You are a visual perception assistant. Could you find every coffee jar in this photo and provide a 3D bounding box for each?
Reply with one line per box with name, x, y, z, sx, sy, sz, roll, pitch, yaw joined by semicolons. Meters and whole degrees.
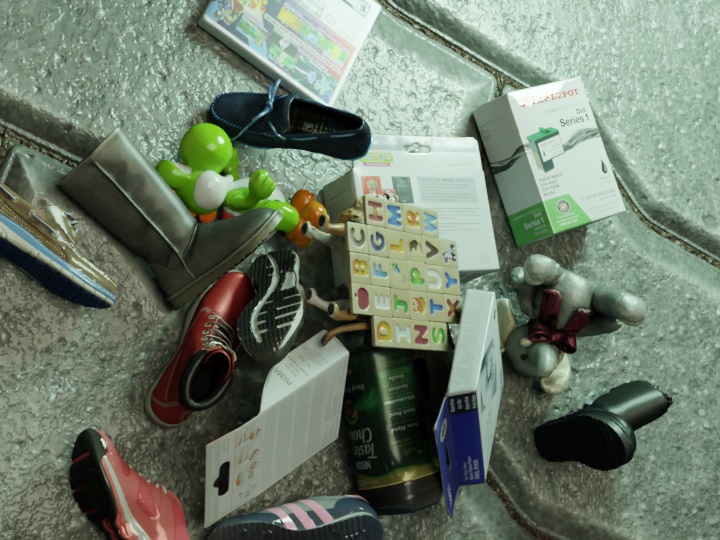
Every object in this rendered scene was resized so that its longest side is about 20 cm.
coffee jar;0.030;0.187;1.426;0.085;0.104;0.202;-9;82;-36

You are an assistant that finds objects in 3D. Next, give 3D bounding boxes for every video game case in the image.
video game case;-0.086;-0.324;1.534;0.199;0.023;0.183;34;63;-20

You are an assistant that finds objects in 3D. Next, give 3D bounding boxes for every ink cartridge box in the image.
ink cartridge box;0.258;-0.151;1.653;0.145;0.084;0.202;-17;87;-32
ink cartridge box;-0.103;0.174;1.326;0.199;0.161;0.047;-31;57;-31
ink cartridge box;0.061;-0.075;1.520;0.198;0.084;0.178;-1;77;-30
ink cartridge box;0.133;0.161;1.433;0.040;0.201;0.201;6;52;15

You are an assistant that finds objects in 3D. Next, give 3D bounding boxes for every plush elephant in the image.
plush elephant;0.242;0.075;1.558;0.163;0.200;0.156;23;89;-9

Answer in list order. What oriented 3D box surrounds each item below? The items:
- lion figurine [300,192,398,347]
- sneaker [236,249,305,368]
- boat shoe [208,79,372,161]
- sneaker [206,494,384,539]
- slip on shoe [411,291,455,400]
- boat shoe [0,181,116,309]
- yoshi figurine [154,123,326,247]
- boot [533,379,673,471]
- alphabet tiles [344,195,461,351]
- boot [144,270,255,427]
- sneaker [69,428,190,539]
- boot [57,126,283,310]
lion figurine;0.000;0.000;1.367;0.122;0.072;0.202;14;64;-33
sneaker;-0.088;0.054;1.346;0.201;0.073;0.081;-84;162;-61
boat shoe;-0.082;-0.187;1.431;0.198;0.069;0.085;6;68;3
sneaker;-0.078;0.293;1.370;0.198;0.082;0.071;-1;108;-12
slip on shoe;0.070;0.080;1.465;0.060;0.076;0.201;-39;135;-11
boat shoe;-0.337;-0.035;1.288;0.199;0.072;0.073;36;61;-18
yoshi figurine;-0.137;-0.107;1.409;0.198;0.112;0.113;20;53;-22
boot;0.333;0.194;1.552;0.161;0.198;0.074;-19;90;-25
alphabet tiles;0.052;0.006;1.368;0.199;0.006;0.168;8;75;-49
boot;-0.152;0.075;1.326;0.072;0.144;0.201;35;61;-15
sneaker;-0.238;0.251;1.288;0.087;0.073;0.202;-32;99;-45
boot;-0.209;-0.077;1.341;0.181;0.073;0.201;-36;95;6
